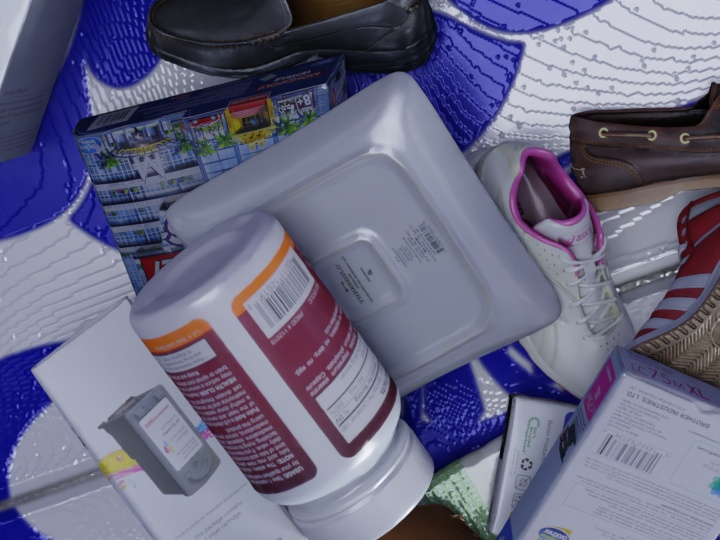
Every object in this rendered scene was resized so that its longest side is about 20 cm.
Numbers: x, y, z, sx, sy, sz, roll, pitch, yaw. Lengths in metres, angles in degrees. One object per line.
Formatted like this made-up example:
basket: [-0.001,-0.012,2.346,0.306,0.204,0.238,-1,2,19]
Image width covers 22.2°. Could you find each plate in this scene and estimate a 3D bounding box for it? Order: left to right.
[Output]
plate: [0.000,0.000,1.194,0.199,0.032,0.200,-28,108,22]

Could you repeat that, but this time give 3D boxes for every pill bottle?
pill bottle: [-0.045,0.073,1.157,0.114,0.114,0.201,-31,108,13]

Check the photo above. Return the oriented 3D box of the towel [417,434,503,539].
towel: [0.071,0.216,1.284,0.199,0.031,0.150,-31,90,2]

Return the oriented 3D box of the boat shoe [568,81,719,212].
boat shoe: [0.234,-0.088,1.200,0.198,0.070,0.071,-9,99,11]

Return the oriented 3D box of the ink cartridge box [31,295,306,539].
ink cartridge box: [-0.133,0.125,1.254,0.085,0.148,0.201,-38,91,-10]

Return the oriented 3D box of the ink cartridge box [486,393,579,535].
ink cartridge box: [0.190,0.148,1.249,0.198,0.037,0.096,11,91,0]

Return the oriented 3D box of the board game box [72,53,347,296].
board game box: [-0.078,-0.024,1.250,0.198,0.062,0.202,-12,112,17]

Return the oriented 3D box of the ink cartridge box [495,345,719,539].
ink cartridge box: [0.167,0.154,1.172,0.118,0.042,0.201,22,112,-14]

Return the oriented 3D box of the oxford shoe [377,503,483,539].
oxford shoe: [0.068,0.195,1.240,0.198,0.072,0.072,19,144,-9]

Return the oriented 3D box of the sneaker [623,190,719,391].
sneaker: [0.215,0.028,1.201,0.071,0.113,0.200,39,104,-14]

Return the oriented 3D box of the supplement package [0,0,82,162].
supplement package: [-0.261,-0.188,1.246,0.116,0.117,0.202,24,103,6]

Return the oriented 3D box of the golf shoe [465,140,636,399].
golf shoe: [0.135,0.003,1.216,0.075,0.091,0.201,-35,94,-24]

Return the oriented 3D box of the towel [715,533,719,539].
towel: [0.316,0.121,1.215,0.198,0.050,0.149,-14,85,1]

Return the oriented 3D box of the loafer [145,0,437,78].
loafer: [-0.049,-0.176,1.224,0.197,0.073,0.074,-3,58,5]
